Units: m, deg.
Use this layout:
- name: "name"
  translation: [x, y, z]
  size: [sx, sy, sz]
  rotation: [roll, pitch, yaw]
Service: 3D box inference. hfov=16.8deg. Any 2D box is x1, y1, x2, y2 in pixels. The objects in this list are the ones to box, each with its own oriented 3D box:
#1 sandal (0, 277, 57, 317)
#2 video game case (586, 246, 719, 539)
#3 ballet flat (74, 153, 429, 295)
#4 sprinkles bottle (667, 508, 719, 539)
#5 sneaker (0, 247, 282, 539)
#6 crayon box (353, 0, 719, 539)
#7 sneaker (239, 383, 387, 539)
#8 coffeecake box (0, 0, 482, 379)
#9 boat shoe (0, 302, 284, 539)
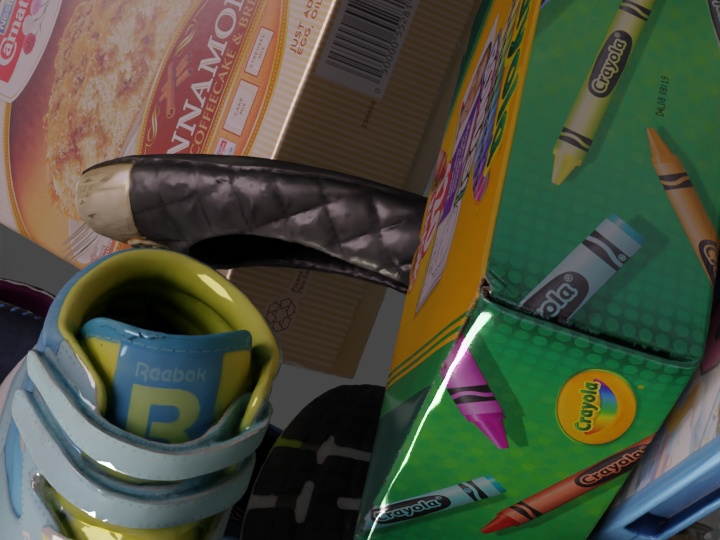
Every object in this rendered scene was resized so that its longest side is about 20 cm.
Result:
- name: "sandal"
  translation: [-0.137, 0.029, 0.952]
  size: [0.200, 0.075, 0.048]
  rotation: [4, 109, 44]
- name: "video game case"
  translation: [0.099, -0.011, 0.603]
  size: [0.200, 0.018, 0.144]
  rotation: [125, 163, -69]
- name: "ballet flat"
  translation: [0.000, 0.000, 0.768]
  size: [0.199, 0.066, 0.057]
  rotation: [13, 88, 14]
- name: "sprinkles bottle"
  translation: [0.058, 0.141, 0.711]
  size: [0.068, 0.068, 0.201]
  rotation: [2, 78, 47]
- name: "sneaker"
  translation: [-0.066, 0.084, 0.659]
  size: [0.131, 0.079, 0.201]
  rotation: [123, 146, -54]
- name: "crayon box"
  translation: [0.057, -0.026, 0.666]
  size: [0.119, 0.058, 0.200]
  rotation: [114, 173, -50]
- name: "sneaker"
  translation: [-0.013, 0.131, 0.720]
  size: [0.081, 0.074, 0.201]
  rotation: [126, 156, -69]
- name: "coffeecake box"
  translation: [-0.059, -0.068, 0.908]
  size: [0.200, 0.073, 0.154]
  rotation: [26, 97, 49]
- name: "boat shoe"
  translation: [-0.056, 0.056, 0.801]
  size: [0.069, 0.200, 0.084]
  rotation: [109, -172, -47]
